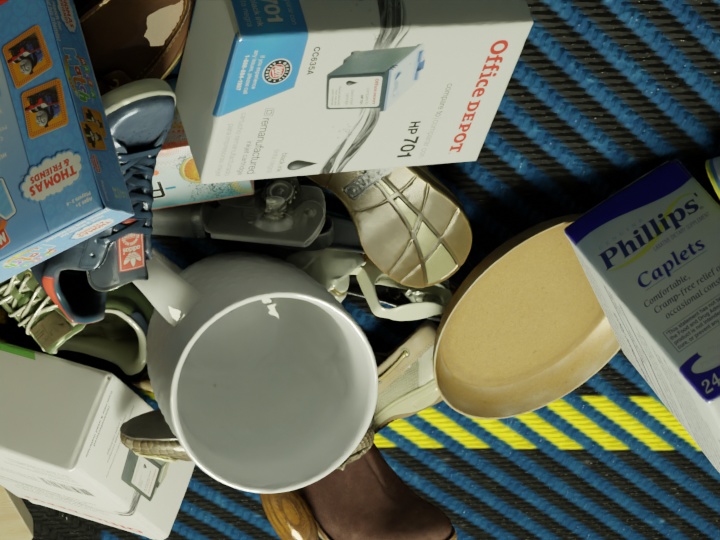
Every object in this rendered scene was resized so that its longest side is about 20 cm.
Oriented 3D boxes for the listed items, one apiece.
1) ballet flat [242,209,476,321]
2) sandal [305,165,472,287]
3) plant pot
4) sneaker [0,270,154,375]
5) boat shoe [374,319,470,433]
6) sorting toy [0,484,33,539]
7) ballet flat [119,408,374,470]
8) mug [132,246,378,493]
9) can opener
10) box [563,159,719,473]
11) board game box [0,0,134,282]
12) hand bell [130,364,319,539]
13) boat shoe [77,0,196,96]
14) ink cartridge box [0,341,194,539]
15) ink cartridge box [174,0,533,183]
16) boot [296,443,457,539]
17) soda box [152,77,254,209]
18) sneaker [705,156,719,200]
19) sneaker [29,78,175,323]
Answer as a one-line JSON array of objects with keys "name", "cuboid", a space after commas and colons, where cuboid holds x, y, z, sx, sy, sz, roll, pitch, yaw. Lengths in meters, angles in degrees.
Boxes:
[{"name": "ballet flat", "cuboid": [0.000, 0.000, 1.679, 0.200, 0.073, 0.073, 14, 140, -22]}, {"name": "sandal", "cuboid": [0.012, -0.068, 1.610, 0.080, 0.054, 0.200, -32, 121, 23]}, {"name": "plant pot", "cuboid": [0.137, 0.031, 1.714, 0.200, 0.028, 0.200, -20, 138, -19]}, {"name": "sneaker", "cuboid": [-0.231, 0.016, 1.657, 0.200, 0.090, 0.067, 24, 136, -32]}, {"name": "boat shoe", "cuboid": [0.007, 0.094, 1.816, 0.200, 0.072, 0.065, -29, 102, 45]}, {"name": "sorting toy", "cuboid": [-0.393, 0.159, 1.849, 0.199, 0.070, 0.199, -8, 143, 6]}, {"name": "ballet flat", "cuboid": [-0.084, 0.130, 1.679, 0.199, 0.067, 0.046, -1, 112, -23]}, {"name": "mug", "cuboid": [-0.098, 0.044, 1.585, 0.200, 0.175, 0.148, 41, 92, -22]}, {"name": "can opener", "cuboid": [-0.119, -0.038, 1.596, 0.199, 0.053, 0.067, 5, 146, 12]}, {"name": "box", "cuboid": [0.263, 0.050, 1.647, 0.105, 0.200, 0.184, -35, 141, -2]}, {"name": "board game box", "cuboid": [-0.235, -0.098, 1.417, 0.151, 0.200, 0.037, -25, 162, 25]}, {"name": "hand bell", "cuboid": [-0.085, 0.143, 1.750, 0.104, 0.104, 0.200, -25, 103, 25]}, {"name": "boat shoe", "cuboid": [-0.180, -0.124, 1.454, 0.200, 0.068, 0.072, -40, 100, 15]}, {"name": "ink cartridge box", "cuboid": [-0.233, 0.131, 1.743, 0.145, 0.084, 0.200, 14, 163, 21]}, {"name": "ink cartridge box", "cuboid": [-0.007, -0.139, 1.448, 0.199, 0.086, 0.147, -5, 145, -19]}, {"name": "boot", "cuboid": [-0.016, 0.138, 1.761, 0.200, 0.072, 0.167, 16, 127, 35]}, {"name": "soda box", "cuboid": [-0.176, -0.082, 1.551, 0.199, 0.069, 0.064, -8, 142, 6]}, {"name": "sneaker", "cuboid": [0.346, -0.054, 1.640, 0.200, 0.074, 0.082, 19, 126, -37]}, {"name": "sneaker", "cuboid": [-0.159, -0.040, 1.468, 0.075, 0.085, 0.200, -12, 150, -35]}]
